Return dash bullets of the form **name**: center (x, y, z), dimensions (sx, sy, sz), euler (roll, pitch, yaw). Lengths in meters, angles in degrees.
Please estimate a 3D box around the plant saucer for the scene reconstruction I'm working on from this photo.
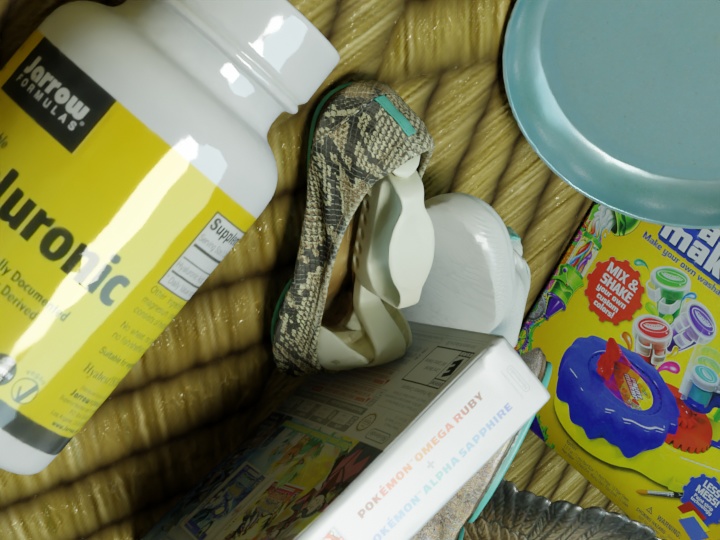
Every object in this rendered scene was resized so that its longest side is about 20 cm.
- **plant saucer**: center (0.172, -0.107, 1.072), dimensions (0.027, 0.199, 0.201), euler (-76, 180, -49)

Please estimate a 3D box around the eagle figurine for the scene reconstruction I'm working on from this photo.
- **eagle figurine**: center (0.071, 0.168, 1.215), dimensions (0.151, 0.200, 0.152), euler (-36, 150, -24)

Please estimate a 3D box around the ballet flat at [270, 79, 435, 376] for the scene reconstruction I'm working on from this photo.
- **ballet flat**: center (0.000, 0.000, 1.032), dimensions (0.068, 0.075, 0.201), euler (-26, 145, -33)

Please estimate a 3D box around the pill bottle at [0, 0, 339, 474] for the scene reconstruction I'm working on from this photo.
- **pill bottle**: center (-0.102, -0.031, 0.801), dimensions (0.200, 0.111, 0.111), euler (-50, 153, -1)

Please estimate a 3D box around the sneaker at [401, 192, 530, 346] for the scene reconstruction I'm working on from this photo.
- **sneaker**: center (0.062, 0.002, 1.153), dimensions (0.089, 0.075, 0.200), euler (-52, 162, -24)

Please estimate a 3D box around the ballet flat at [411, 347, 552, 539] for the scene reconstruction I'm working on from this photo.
- **ballet flat**: center (0.034, 0.121, 1.125), dimensions (0.068, 0.067, 0.201), euler (-79, -167, -75)

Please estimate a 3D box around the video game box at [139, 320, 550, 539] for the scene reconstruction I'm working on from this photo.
- **video game box**: center (-0.015, 0.102, 1.048), dimensions (0.182, 0.047, 0.200), euler (-41, -167, -12)

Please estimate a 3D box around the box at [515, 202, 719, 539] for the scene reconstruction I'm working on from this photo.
- **box**: center (0.220, 0.053, 1.296), dimensions (0.122, 0.200, 0.193), euler (-3, 127, -54)
